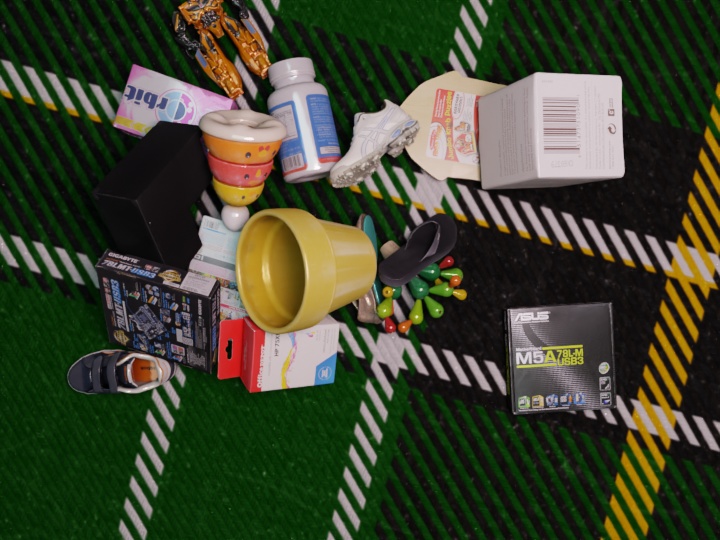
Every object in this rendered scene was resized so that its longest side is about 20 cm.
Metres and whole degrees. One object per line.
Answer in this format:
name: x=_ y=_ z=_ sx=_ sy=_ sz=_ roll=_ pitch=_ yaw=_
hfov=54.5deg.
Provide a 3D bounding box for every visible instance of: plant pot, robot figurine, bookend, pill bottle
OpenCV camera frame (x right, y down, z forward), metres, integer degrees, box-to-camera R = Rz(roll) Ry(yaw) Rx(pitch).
plant pot: x=-0.081 y=-0.004 z=1.178 sx=0.187 sy=0.199 sz=0.204 roll=-6 pitch=92 yaw=-43
robot figurine: x=-0.248 y=-0.418 z=1.255 sx=0.144 sy=0.058 sz=0.201 roll=-35 pitch=92 yaw=-2
bookend: x=-0.326 y=-0.111 z=1.183 sx=0.091 sy=0.200 sz=0.201 roll=11 pitch=49 yaw=20
pill bottle: x=-0.102 y=-0.264 z=1.236 sx=0.111 sy=0.112 sz=0.203 roll=-11 pitch=92 yaw=-1

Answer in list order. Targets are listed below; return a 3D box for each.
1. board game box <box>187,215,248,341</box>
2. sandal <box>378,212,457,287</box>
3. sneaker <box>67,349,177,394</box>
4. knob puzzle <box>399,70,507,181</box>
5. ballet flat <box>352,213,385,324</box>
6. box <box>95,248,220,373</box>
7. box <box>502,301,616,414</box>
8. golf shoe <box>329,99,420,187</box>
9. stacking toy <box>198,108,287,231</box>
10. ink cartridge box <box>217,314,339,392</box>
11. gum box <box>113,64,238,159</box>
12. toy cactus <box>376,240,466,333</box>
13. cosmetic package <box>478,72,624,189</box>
board game box: x=-0.235 y=0.019 z=1.262 sx=0.146 sy=0.064 sz=0.202 roll=17 pitch=89 yaw=-1
sandal: x=0.108 y=-0.043 z=1.228 sx=0.076 sy=0.043 sz=0.200 roll=25 pitch=49 yaw=26
sneaker: x=-0.436 y=0.181 z=1.253 sx=0.197 sy=0.079 sz=0.080 roll=-9 pitch=93 yaw=0
knob puzzle: x=0.158 y=-0.264 z=1.284 sx=0.216 sy=0.030 sz=0.223 roll=0 pitch=92 yaw=-2
ballet flat: x=0.000 y=0.000 z=1.271 sx=0.066 sy=0.068 sz=0.203 roll=-9 pitch=90 yaw=23
box: x=-0.336 y=0.073 z=1.181 sx=0.196 sy=0.050 sz=0.201 roll=16 pitch=134 yaw=6
box: x=0.367 y=0.160 z=1.291 sx=0.197 sy=0.048 sz=0.196 roll=-2 pitch=93 yaw=-2
golf shoe: x=0.007 y=-0.223 z=1.220 sx=0.199 sy=0.078 sz=0.097 roll=-38 pitch=82 yaw=-24
stacking toy: x=-0.203 y=-0.161 z=1.183 sx=0.144 sy=0.147 sz=0.202 roll=7 pitch=115 yaw=-2
ink cartridge box: x=-0.142 y=0.141 z=1.215 sx=0.198 sy=0.067 sz=0.118 roll=-3 pitch=109 yaw=-26
gum box: x=-0.323 y=-0.274 z=1.251 sx=0.198 sy=0.066 sz=0.115 roll=19 pitch=90 yaw=-2
toy cactus: x=0.092 y=0.015 z=1.249 sx=0.199 sy=0.103 sz=0.166 roll=-29 pitch=69 yaw=-20
cosmetic package: x=0.317 y=-0.229 z=1.188 sx=0.163 sy=0.200 sz=0.167 roll=-3 pitch=93 yaw=-17
